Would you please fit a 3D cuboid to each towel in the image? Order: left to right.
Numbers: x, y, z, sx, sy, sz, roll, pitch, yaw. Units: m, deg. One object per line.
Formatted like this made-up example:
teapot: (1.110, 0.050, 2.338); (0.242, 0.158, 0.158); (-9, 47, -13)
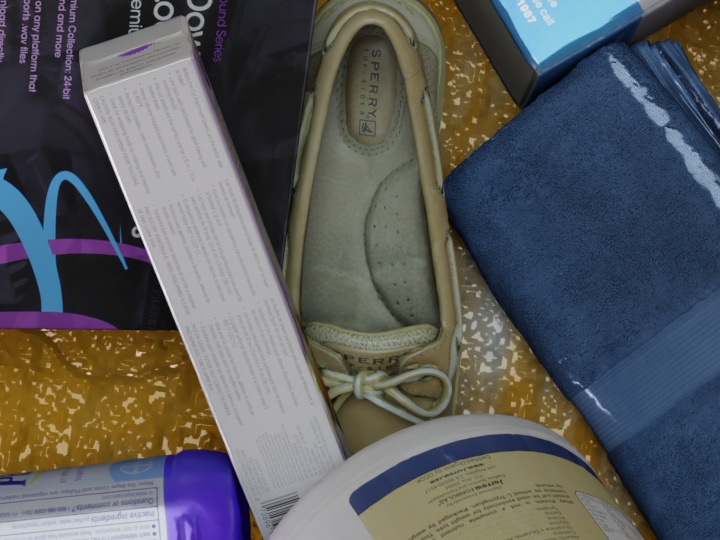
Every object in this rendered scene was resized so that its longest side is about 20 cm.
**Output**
towel: (0.121, 0.020, 1.044); (0.112, 0.049, 0.200); (-36, 85, 26)

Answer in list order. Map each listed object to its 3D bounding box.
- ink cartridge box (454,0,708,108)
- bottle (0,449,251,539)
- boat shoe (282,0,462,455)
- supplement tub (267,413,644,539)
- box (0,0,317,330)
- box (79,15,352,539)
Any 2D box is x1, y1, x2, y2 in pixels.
ink cartridge box: (0.111, -0.176, 1.060); (0.200, 0.084, 0.145); (-30, 84, -4)
bottle: (-0.139, 0.106, 1.023); (0.199, 0.084, 0.066); (-6, 84, 2)
boat shoe: (0.003, -0.001, 1.026); (0.073, 0.063, 0.201); (5, 103, 2)
supplement tub: (0.059, 0.160, 0.948); (0.144, 0.145, 0.200); (-31, 46, -4)
box: (-0.119, -0.047, 0.978); (0.199, 0.036, 0.143); (0, 119, -15)
box: (-0.044, 0.010, 0.977); (0.041, 0.039, 0.200); (-20, 118, 2)
